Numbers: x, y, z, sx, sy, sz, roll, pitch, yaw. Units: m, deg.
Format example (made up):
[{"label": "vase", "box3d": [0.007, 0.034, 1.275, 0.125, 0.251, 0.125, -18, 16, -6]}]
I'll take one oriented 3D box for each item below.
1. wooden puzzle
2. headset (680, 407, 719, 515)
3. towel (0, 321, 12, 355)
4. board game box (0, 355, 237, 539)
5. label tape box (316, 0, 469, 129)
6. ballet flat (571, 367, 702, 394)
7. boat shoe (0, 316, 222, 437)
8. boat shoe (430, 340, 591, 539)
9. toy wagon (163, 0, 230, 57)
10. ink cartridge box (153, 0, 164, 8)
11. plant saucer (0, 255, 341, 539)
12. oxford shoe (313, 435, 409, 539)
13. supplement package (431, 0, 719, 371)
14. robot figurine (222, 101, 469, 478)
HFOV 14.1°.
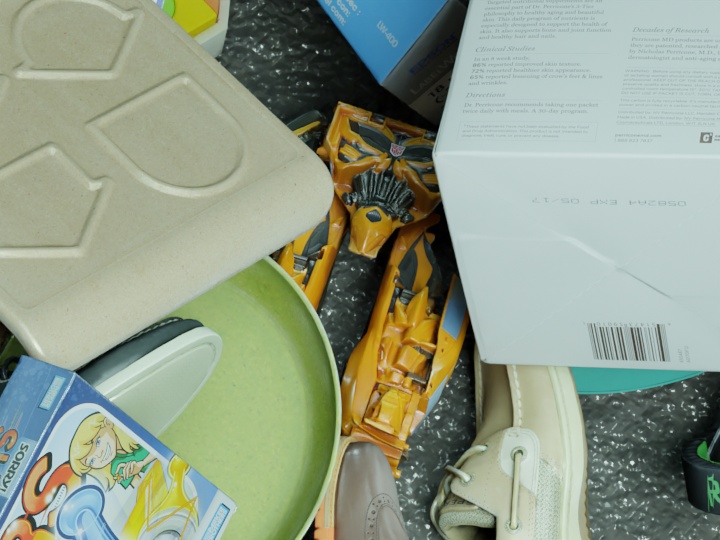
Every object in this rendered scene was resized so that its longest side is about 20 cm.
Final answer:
[{"label": "wooden puzzle", "box3d": [-0.139, -0.056, 1.324, 0.185, 0.046, 0.200, -32, 71, -36]}, {"label": "headset", "box3d": [0.231, 0.065, 1.401, 0.200, 0.123, 0.094, -21, 103, -56]}, {"label": "towel", "box3d": [-0.200, -0.045, 1.335, 0.146, 0.022, 0.200, 23, 47, -1]}, {"label": "board game box", "box3d": [-0.140, 0.154, 1.223, 0.034, 0.135, 0.200, 14, 71, 37]}, {"label": "label tape box", "box3d": [0.004, -0.154, 1.446, 0.063, 0.200, 0.144, -39, 68, 9]}, {"label": "ballet flat", "box3d": [0.176, 0.010, 1.430, 0.200, 0.071, 0.065, -11, 48, 11]}, {"label": "boat shoe", "box3d": [-0.155, 0.073, 1.292, 0.199, 0.075, 0.066, -39, 65, -4]}, {"label": "boat shoe", "box3d": [0.068, 0.108, 1.368, 0.065, 0.072, 0.200, 1, 63, -13]}, {"label": "toy wagon", "box3d": [-0.160, -0.170, 1.512, 0.155, 0.040, 0.200, -34, 70, -29]}, {"label": "ink cartridge box", "box3d": [-0.209, -0.082, 1.418, 0.200, 0.043, 0.197, 14, 72, -6]}, {"label": "plant saucer", "box3d": [-0.104, 0.073, 1.337, 0.199, 0.031, 0.201, -3, 72, 10]}, {"label": "oxford shoe", "box3d": [0.028, 0.164, 1.309, 0.073, 0.071, 0.200, -19, 68, 14]}, {"label": "supplement package", "box3d": [0.134, -0.076, 1.364, 0.151, 0.151, 0.200, 2, 50, 15]}, {"label": "robot figurine", "box3d": [0.000, 0.000, 1.426, 0.145, 0.058, 0.200, 17, 57, 1]}]
